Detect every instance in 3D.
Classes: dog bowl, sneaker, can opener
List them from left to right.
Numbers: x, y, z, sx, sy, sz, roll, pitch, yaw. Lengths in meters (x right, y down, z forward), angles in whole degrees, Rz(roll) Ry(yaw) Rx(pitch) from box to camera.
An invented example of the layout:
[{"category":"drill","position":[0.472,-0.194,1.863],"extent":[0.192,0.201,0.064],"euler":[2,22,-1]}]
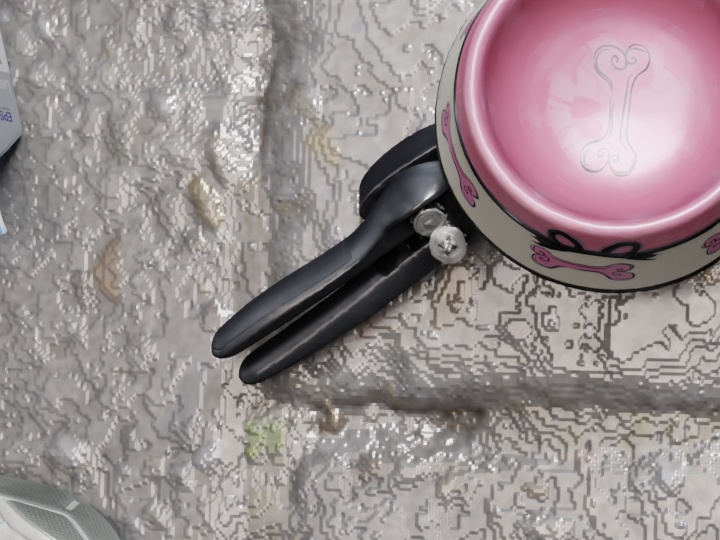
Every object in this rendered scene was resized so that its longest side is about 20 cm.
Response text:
[{"category":"sneaker","position":[-0.225,0.160,1.572],"extent":[0.200,0.070,0.080],"euler":[22,100,26]},{"category":"can opener","position":[0.000,0.000,1.515],"extent":[0.200,0.079,0.063],"euler":[-42,114,15]},{"category":"dog bowl","position":[0.139,-0.092,1.433],"extent":[0.200,0.074,0.200],"euler":[-1,79,3]}]

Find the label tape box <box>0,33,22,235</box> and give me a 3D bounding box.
[{"category":"label tape box","position":[-0.289,-0.100,1.608],"extent":[0.143,0.066,0.200],"euler":[-15,84,17]}]
